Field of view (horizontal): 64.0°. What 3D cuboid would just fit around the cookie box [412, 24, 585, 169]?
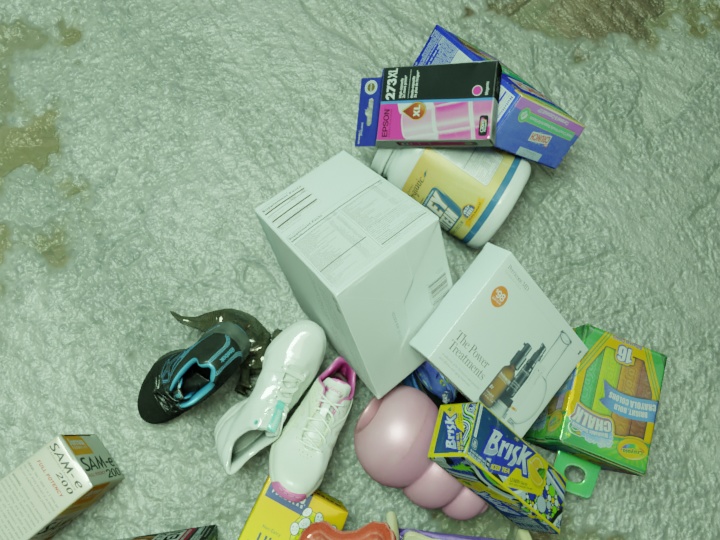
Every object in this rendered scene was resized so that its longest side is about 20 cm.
[{"bbox_3d":[0.192,-0.244,0.814,0.168,0.076,0.202,6,39,-42],"label":"cookie box"}]

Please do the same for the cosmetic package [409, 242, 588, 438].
[{"bbox_3d":[0.172,0.092,0.694,0.200,0.051,0.152,42,83,-29],"label":"cosmetic package"}]

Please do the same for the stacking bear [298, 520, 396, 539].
[{"bbox_3d":[0.013,0.381,0.623,0.118,0.203,0.115,-11,34,26],"label":"stacking bear"}]

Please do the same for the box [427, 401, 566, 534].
[{"bbox_3d":[0.170,0.241,0.700,0.199,0.063,0.071,43,52,-26],"label":"box"}]

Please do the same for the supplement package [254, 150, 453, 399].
[{"bbox_3d":[0.000,0.000,0.712,0.145,0.194,0.200,-34,46,-14],"label":"supplement package"}]

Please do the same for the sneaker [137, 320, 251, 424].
[{"bbox_3d":[-0.221,0.136,0.703,0.199,0.082,0.073,-39,99,26],"label":"sneaker"}]

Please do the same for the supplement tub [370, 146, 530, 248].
[{"bbox_3d":[0.127,-0.144,0.826,0.197,0.145,0.147,33,74,2],"label":"supplement tub"}]

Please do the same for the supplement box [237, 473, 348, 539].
[{"bbox_3d":[-0.106,0.358,0.691,0.106,0.110,0.204,26,74,0],"label":"supplement box"}]

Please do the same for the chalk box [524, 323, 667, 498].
[{"bbox_3d":[0.308,0.197,0.778,0.121,0.124,0.206,19,74,-2],"label":"chalk box"}]

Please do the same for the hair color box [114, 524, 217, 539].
[{"bbox_3d":[-0.270,0.353,0.675,0.193,0.099,0.063,-6,77,-9],"label":"hair color box"}]

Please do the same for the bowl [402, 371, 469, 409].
[{"bbox_3d":[0.153,0.126,0.819,0.193,0.039,0.208,2,76,-7],"label":"bowl"}]

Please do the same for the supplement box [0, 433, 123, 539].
[{"bbox_3d":[-0.390,0.283,0.663,0.198,0.126,0.074,-39,83,-14],"label":"supplement box"}]

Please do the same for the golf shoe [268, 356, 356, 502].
[{"bbox_3d":[-0.054,0.182,0.701,0.074,0.093,0.201,25,30,0],"label":"golf shoe"}]

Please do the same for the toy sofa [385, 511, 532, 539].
[{"bbox_3d":[0.128,0.352,0.721,0.193,0.083,0.101,8,105,-5],"label":"toy sofa"}]

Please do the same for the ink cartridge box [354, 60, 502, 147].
[{"bbox_3d":[0.078,-0.209,0.736,0.194,0.037,0.098,5,87,27],"label":"ink cartridge box"}]

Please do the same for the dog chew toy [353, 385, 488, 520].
[{"bbox_3d":[0.087,0.243,0.743,0.198,0.124,0.126,39,74,-5],"label":"dog chew toy"}]

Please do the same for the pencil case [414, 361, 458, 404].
[{"bbox_3d":[0.156,0.085,0.765,0.199,0.088,0.078,-40,63,-15],"label":"pencil case"}]

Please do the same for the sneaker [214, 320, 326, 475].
[{"bbox_3d":[-0.102,0.158,0.696,0.074,0.088,0.202,34,93,-20],"label":"sneaker"}]

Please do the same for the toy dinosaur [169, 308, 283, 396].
[{"bbox_3d":[-0.160,0.100,0.777,0.196,0.078,0.104,28,63,5],"label":"toy dinosaur"}]
